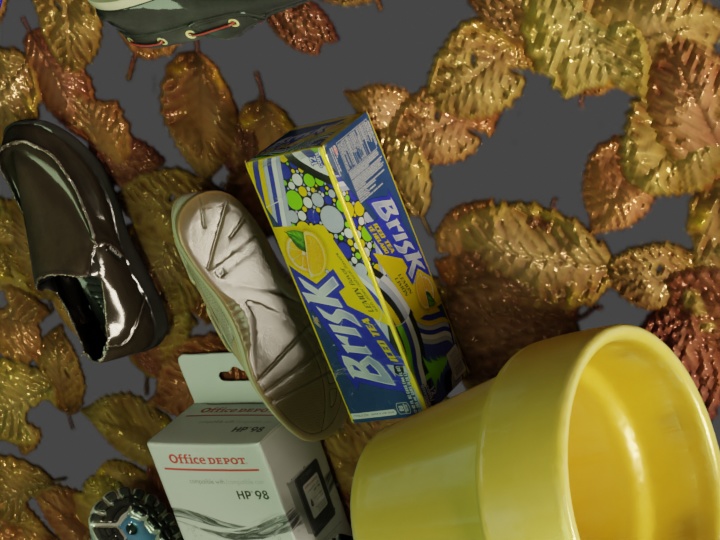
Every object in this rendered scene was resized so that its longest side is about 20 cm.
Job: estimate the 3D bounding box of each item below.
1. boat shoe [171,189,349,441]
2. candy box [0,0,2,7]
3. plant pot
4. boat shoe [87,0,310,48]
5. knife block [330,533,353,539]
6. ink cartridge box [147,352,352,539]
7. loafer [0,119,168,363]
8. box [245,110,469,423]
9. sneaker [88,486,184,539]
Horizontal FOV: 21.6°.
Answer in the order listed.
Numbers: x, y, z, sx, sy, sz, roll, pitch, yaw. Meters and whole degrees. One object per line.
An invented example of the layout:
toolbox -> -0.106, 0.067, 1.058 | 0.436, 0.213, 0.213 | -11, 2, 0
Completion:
boat shoe -> -0.072, 0.030, 1.344 | 0.201, 0.072, 0.065 | 58, 168, -14
candy box -> -0.373, -0.229, 1.323 | 0.200, 0.169, 0.077 | 39, 128, 10
plant pot -> 0.103, 0.147, 1.189 | 0.188, 0.201, 0.202 | -13, 108, 36
boat shoe -> -0.083, -0.190, 1.221 | 0.200, 0.074, 0.063 | -6, 149, 26
knife block -> 0.066, 0.253, 1.350 | 0.175, 0.064, 0.201 | -23, 103, 28
ink cartridge box -> -0.084, 0.165, 1.423 | 0.115, 0.067, 0.201 | -4, 114, 37
loafer -> -0.213, -0.019, 1.401 | 0.073, 0.071, 0.201 | -21, 103, 40
box -> 0.000, 0.000, 1.271 | 0.070, 0.064, 0.201 | -9, 110, 37
sneaker -> -0.142, 0.263, 1.533 | 0.200, 0.078, 0.090 | 46, 151, 8
